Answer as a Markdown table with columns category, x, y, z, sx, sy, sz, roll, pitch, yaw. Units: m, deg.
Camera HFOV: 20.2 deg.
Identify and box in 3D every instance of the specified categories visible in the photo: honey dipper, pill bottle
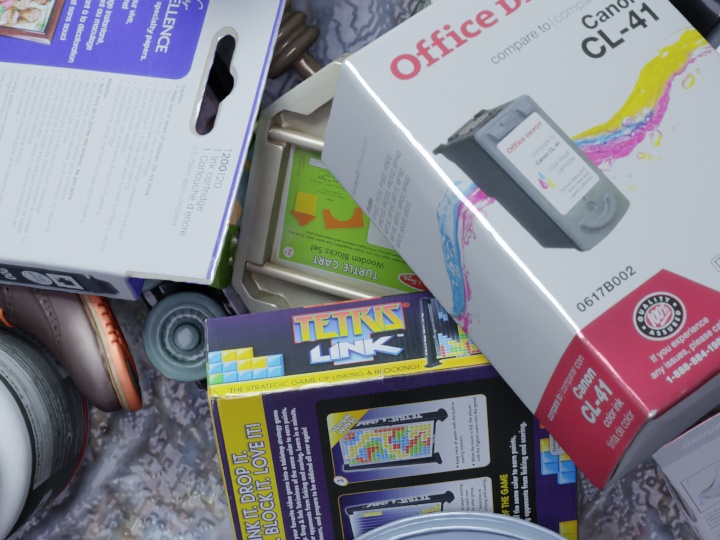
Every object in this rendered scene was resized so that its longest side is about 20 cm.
| category | x | y | z | sx | sy | sz | roll | pitch | yaw |
| --- | --- | --- | --- | --- | --- | --- | --- | --- | --- |
| honey dipper | 0.004 | -0.072 | 1.051 | 0.038 | 0.038 | 0.200 | -43 | 92 | 7 |
| pill bottle | -0.208 | 0.087 | 0.999 | 0.113 | 0.200 | 0.115 | 0 | 95 | 5 |

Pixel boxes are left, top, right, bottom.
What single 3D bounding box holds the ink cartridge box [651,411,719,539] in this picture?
| category | x | y | z | sx | sy | sz | roll | pitch | yaw |
| --- | --- | --- | --- | --- | --- | --- | --- | --- | --- |
| ink cartridge box | 0.238 | 0.061 | 0.981 | 0.199 | 0.174 | 0.044 | -31 | 52 | 6 |

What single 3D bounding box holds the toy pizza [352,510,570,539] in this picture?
| category | x | y | z | sx | sy | sz | roll | pitch | yaw |
| --- | --- | --- | --- | --- | --- | --- | --- | --- | --- |
| toy pizza | 0.049 | 0.209 | 0.948 | 0.198 | 0.032 | 0.202 | 1 | 99 | 5 |

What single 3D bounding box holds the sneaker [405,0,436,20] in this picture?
| category | x | y | z | sx | sy | sz | roll | pitch | yaw |
| --- | --- | --- | --- | --- | --- | --- | --- | --- | --- |
| sneaker | 0.078 | -0.130 | 1.014 | 0.099 | 0.078 | 0.201 | 22 | 89 | -6 |

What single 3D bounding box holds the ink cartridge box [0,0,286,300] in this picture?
| category | x | y | z | sx | sy | sz | roll | pitch | yaw |
| --- | --- | --- | --- | --- | --- | --- | --- | --- | --- |
| ink cartridge box | -0.127 | -0.088 | 0.976 | 0.198 | 0.043 | 0.200 | 7 | 72 | 25 |

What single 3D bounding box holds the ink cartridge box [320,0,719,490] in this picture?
| category | x | y | z | sx | sy | sz | roll | pitch | yaw |
| --- | --- | --- | --- | --- | --- | --- | --- | --- | --- |
| ink cartridge box | 0.099 | -0.032 | 0.860 | 0.147 | 0.086 | 0.200 | -34 | 74 | -22 |

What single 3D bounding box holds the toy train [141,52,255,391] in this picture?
| category | x | y | z | sx | sy | sz | roll | pitch | yaw |
| --- | --- | --- | --- | --- | --- | --- | --- | --- | --- |
| toy train | -0.088 | -0.030 | 1.042 | 0.113 | 0.085 | 0.201 | -32 | 92 | -3 |

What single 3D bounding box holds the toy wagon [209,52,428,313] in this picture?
| category | x | y | z | sx | sy | sz | roll | pitch | yaw |
| --- | --- | --- | --- | --- | --- | --- | --- | --- | --- |
| toy wagon | 0.000 | 0.000 | 0.975 | 0.154 | 0.040 | 0.202 | 16 | 112 | 13 |

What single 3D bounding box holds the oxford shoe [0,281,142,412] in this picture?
| category | x | y | z | sx | sy | sz | roll | pitch | yaw |
| --- | --- | --- | --- | --- | --- | --- | --- | --- | --- |
| oxford shoe | -0.176 | 0.008 | 1.021 | 0.072 | 0.071 | 0.200 | -32 | 57 | -13 |

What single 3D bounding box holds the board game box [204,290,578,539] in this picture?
| category | x | y | z | sx | sy | sz | roll | pitch | yaw |
| --- | --- | --- | --- | --- | --- | --- | --- | --- | --- |
| board game box | 0.020 | 0.101 | 0.956 | 0.164 | 0.057 | 0.201 | -6 | 132 | -1 |

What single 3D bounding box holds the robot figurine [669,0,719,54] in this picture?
| category | x | y | z | sx | sy | sz | roll | pitch | yaw |
| --- | --- | --- | --- | --- | --- | --- | --- | --- | --- |
| robot figurine | 0.198 | -0.057 | 0.984 | 0.200 | 0.125 | 0.150 | 42 | 90 | -1 |
